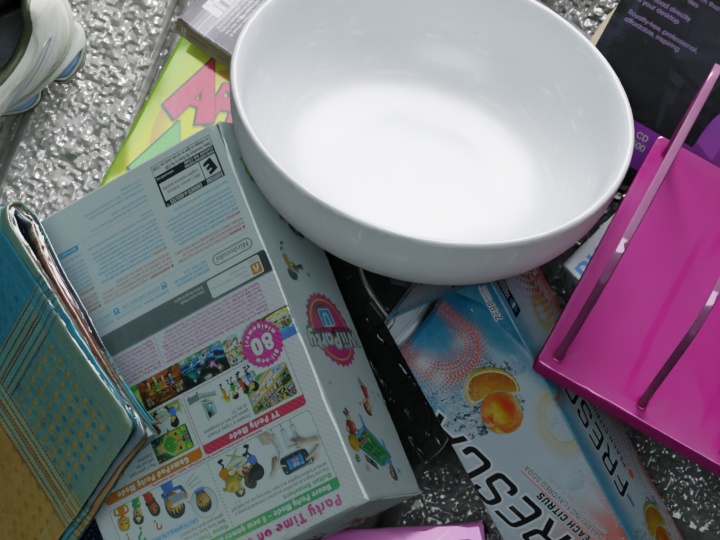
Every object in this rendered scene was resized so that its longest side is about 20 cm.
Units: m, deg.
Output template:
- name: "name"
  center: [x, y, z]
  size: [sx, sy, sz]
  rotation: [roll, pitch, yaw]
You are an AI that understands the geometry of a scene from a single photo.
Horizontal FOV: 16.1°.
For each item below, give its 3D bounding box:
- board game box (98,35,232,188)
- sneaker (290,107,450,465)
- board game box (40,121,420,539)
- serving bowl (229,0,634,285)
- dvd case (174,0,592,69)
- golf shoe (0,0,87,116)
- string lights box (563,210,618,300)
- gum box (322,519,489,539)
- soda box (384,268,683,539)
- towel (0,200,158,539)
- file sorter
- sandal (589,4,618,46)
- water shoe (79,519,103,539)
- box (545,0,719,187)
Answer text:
- name: "board game box"
  center: [-0.089, -0.027, 1.358]
  size: [0.101, 0.048, 0.201]
  rotation: [27, 83, 8]
- name: "sneaker"
  center: [0.000, 0.000, 1.325]
  size: [0.075, 0.087, 0.201]
  rotation: [-24, 93, 32]
- name: "board game box"
  center: [-0.078, 0.049, 1.264]
  size: [0.147, 0.064, 0.201]
  rotation: [-27, 78, 23]
- name: "serving bowl"
  center: [0.031, -0.062, 1.241]
  size: [0.198, 0.066, 0.201]
  rotation: [7, 45, -7]
- name: "dvd case"
  center: [0.023, -0.119, 1.352]
  size: [0.199, 0.016, 0.149]
  rotation: [35, 57, 9]
- name: "golf shoe"
  center: [-0.234, -0.082, 1.353]
  size: [0.078, 0.097, 0.200]
  rotation: [39, 86, 7]
- name: "string lights box"
  center: [0.191, 0.057, 1.296]
  size: [0.059, 0.103, 0.200]
  rotation: [-43, 81, -3]
- name: "gum box"
  center: [0.013, 0.232, 1.296]
  size: [0.113, 0.066, 0.202]
  rotation: [-3, 80, 5]
- name: "soda box"
  center: [0.091, 0.087, 1.274]
  size: [0.063, 0.068, 0.201]
  rotation: [-24, 102, 25]
- name: "towel"
  center: [-0.179, 0.079, 1.282]
  size: [0.022, 0.200, 0.147]
  rotation: [-13, 61, -41]
- name: "file sorter"
  center: [0.209, 0.019, 1.186]
  size: [0.199, 0.126, 0.139]
  rotation: [29, 67, 3]
- name: "sandal"
  center: [0.185, -0.143, 1.328]
  size: [0.078, 0.070, 0.212]
  rotation: [40, 73, 7]
- name: "water shoe"
  center: [-0.133, 0.173, 1.310]
  size: [0.071, 0.079, 0.201]
  rotation: [-19, 80, 0]
- name: "box"
  center: [0.201, -0.118, 1.272]
  size: [0.142, 0.036, 0.201]
  rotation: [30, 105, 8]
